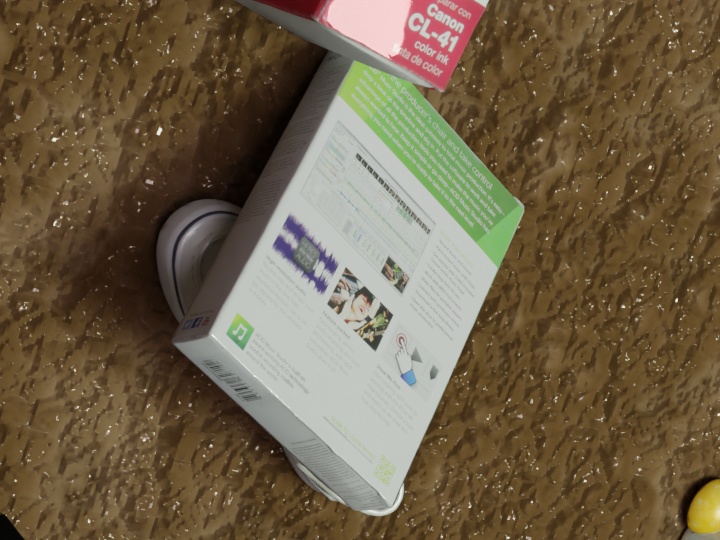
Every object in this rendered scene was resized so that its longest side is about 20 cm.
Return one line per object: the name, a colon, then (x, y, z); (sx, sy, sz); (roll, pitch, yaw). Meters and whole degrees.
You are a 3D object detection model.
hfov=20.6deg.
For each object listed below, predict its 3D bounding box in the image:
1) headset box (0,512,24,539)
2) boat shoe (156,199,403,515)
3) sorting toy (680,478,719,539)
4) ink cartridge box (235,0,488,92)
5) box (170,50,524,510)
headset box: (-0.261, 0.209, 0.969); (0.148, 0.075, 0.201); (16, 97, -29)
boat shoe: (-0.037, 0.051, 1.042); (0.072, 0.066, 0.201); (-34, 117, -14)
sorting toy: (0.260, 0.224, 1.176); (0.107, 0.180, 0.201); (25, 92, -30)
ink cartridge box: (0.022, -0.201, 0.953); (0.085, 0.148, 0.201); (28, 92, -30)
box: (0.000, 0.000, 1.015); (0.144, 0.036, 0.201); (46, 55, -29)
